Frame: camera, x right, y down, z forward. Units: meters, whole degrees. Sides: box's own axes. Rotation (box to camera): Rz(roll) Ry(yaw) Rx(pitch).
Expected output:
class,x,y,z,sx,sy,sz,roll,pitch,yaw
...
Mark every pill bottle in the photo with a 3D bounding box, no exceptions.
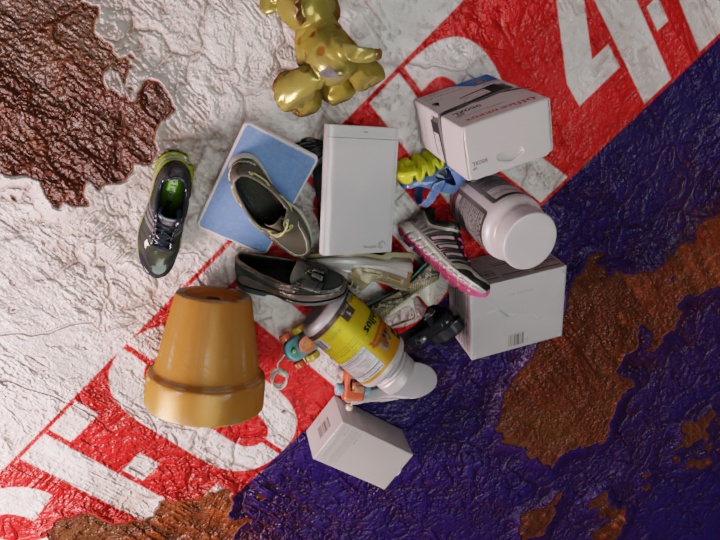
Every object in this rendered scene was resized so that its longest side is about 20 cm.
class,x,y,z,sx,sy,sz,roll,pitch,yaw
pill bottle,0.240,-0.088,1.005,0.111,0.201,0.117,-7,118,-13
pill bottle,0.001,0.126,1.033,0.199,0.110,0.109,42,99,-15

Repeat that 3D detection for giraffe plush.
class,x,y,z,sx,sy,sz,roll,pitch,yaw
giraffe plush,-0.064,-0.332,0.827,0.169,0.200,0.166,-21,91,-3

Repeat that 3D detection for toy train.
class,x,y,z,sx,sy,sz,roll,pitch,yaw
toy train,-0.062,0.175,1.087,0.195,0.055,0.154,13,79,-21

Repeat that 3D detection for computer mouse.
class,x,y,z,sx,sy,sz,roll,pitch,yaw
computer mouse,-0.039,-0.125,0.983,0.135,0.053,0.204,-18,120,-9

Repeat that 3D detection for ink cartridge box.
class,x,y,z,sx,sy,sz,roll,pitch,yaw
ink cartridge box,0.186,-0.229,0.918,0.141,0.201,0.086,-20,121,-7

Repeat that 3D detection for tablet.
class,x,y,z,sx,sy,sz,roll,pitch,yaw
tablet,-0.167,-0.126,0.941,0.128,0.014,0.202,22,118,-23

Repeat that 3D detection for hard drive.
class,x,y,z,sx,sy,sz,roll,pitch,yaw
hard drive,-0.002,-0.130,0.957,0.129,0.027,0.206,-4,105,-29

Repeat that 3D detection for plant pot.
class,x,y,z,sx,sy,sz,roll,pitch,yaw
plant pot,-0.249,0.129,0.973,0.195,0.200,0.188,5,99,-20

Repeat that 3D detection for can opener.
class,x,y,z,sx,sy,sz,roll,pitch,yaw
can opener,0.101,0.133,1.122,0.198,0.063,0.079,-32,98,21

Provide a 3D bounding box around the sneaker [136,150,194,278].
class,x,y,z,sx,sy,sz,roll,pitch,yaw
sneaker,-0.303,-0.077,0.904,0.072,0.081,0.204,8,113,-20

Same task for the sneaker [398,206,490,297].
class,x,y,z,sx,sy,sz,roll,pitch,yaw
sneaker,0.161,-0.038,1.034,0.088,0.199,0.074,-46,161,-5

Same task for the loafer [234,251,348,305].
class,x,y,z,sx,sy,sz,roll,pitch,yaw
loafer,-0.118,0.010,0.971,0.194,0.073,0.064,5,135,11

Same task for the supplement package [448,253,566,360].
class,x,y,z,sx,sy,sz,roll,pitch,yaw
supplement package,0.281,0.058,1.143,0.195,0.111,0.159,-12,118,-11

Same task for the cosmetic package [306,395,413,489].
class,x,y,z,sx,sy,sz,roll,pitch,yaw
cosmetic package,-0.001,0.358,1.216,0.198,0.085,0.108,34,103,-29

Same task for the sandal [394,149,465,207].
class,x,y,z,sx,sy,sz,roll,pitch,yaw
sandal,0.154,-0.172,1.014,0.195,0.080,0.088,-19,124,1

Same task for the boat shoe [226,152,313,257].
class,x,y,z,sx,sy,sz,roll,pitch,yaw
boat shoe,-0.139,-0.088,0.926,0.071,0.061,0.203,-28,125,11

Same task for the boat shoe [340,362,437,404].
class,x,y,z,sx,sy,sz,roll,pitch,yaw
boat shoe,0.054,0.229,1.180,0.195,0.066,0.074,-12,83,-9

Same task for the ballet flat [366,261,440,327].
class,x,y,z,sx,sy,sz,roll,pitch,yaw
ballet flat,0.089,0.053,1.099,0.198,0.068,0.076,-36,80,4

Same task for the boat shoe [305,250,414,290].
class,x,y,z,sx,sy,sz,roll,pitch,yaw
boat shoe,0.000,0.000,1.032,0.194,0.075,0.070,1,94,-11
